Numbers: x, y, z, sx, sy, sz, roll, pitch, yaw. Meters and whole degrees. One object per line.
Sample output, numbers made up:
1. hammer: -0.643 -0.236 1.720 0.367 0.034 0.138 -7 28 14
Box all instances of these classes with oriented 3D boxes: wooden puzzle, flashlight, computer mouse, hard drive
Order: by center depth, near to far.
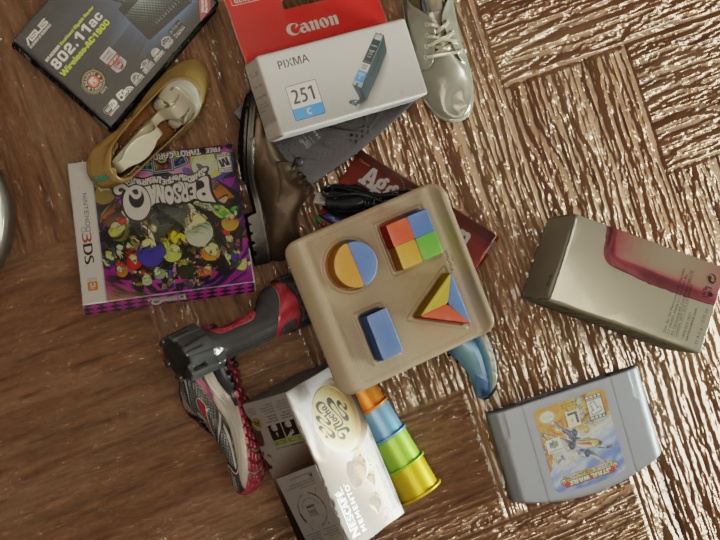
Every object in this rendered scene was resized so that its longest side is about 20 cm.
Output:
1. wooden puzzle: 0.037 0.020 1.639 0.199 0.046 0.187 -23 95 -13
2. flashlight: -0.139 0.063 1.661 0.199 0.067 0.069 -22 97 -39
3. computer mouse: 0.000 0.000 1.689 0.137 0.053 0.202 7 91 17
4. hard drive: -0.038 -0.200 1.732 0.200 0.042 0.135 -39 96 -5

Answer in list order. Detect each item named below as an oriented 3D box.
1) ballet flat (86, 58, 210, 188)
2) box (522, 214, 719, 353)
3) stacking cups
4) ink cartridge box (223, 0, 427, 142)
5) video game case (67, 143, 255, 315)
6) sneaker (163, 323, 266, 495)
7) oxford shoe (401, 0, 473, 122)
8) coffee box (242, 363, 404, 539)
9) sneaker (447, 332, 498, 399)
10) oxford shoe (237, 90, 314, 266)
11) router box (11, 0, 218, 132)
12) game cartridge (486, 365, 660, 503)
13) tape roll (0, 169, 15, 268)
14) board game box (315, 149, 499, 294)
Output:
1. ballet flat: -0.231 -0.167 1.672 0.069 0.063 0.200 49 68 -25
2. box: 0.314 0.016 1.742 0.198 0.128 0.110 19 87 -8
3. stacking cups: 0.023 0.181 1.741 0.060 0.061 0.201 -30 89 -7
4. ink cartridge box: -0.040 -0.258 1.662 0.199 0.045 0.178 -19 91 -26
5. video game case: -0.231 -0.050 1.676 0.198 0.036 0.183 -7 68 -8
6. sneaker: -0.166 0.167 1.701 0.074 0.081 0.201 -22 80 8
7. oxford shoe: 0.091 -0.276 1.744 0.075 0.058 0.202 -14 94 -11
8. coffee box: -0.042 0.221 1.689 0.113 0.079 0.201 -26 95 -50
9. sneaker: 0.100 0.069 1.747 0.089 0.078 0.201 -29 85 2
10. oxford shoe: -0.098 -0.111 1.683 0.084 0.073 0.202 -9 105 -6
11. router box: -0.283 -0.285 1.686 0.150 0.062 0.200 40 85 -5
12. game cartridge: 0.265 0.208 1.783 0.198 0.042 0.134 -17 89 -8
13. tape roll: -0.492 -0.057 1.618 0.201 0.139 0.205 0 91 -8
14. board game box: 0.054 -0.049 1.717 0.199 0.019 0.103 33 89 16
